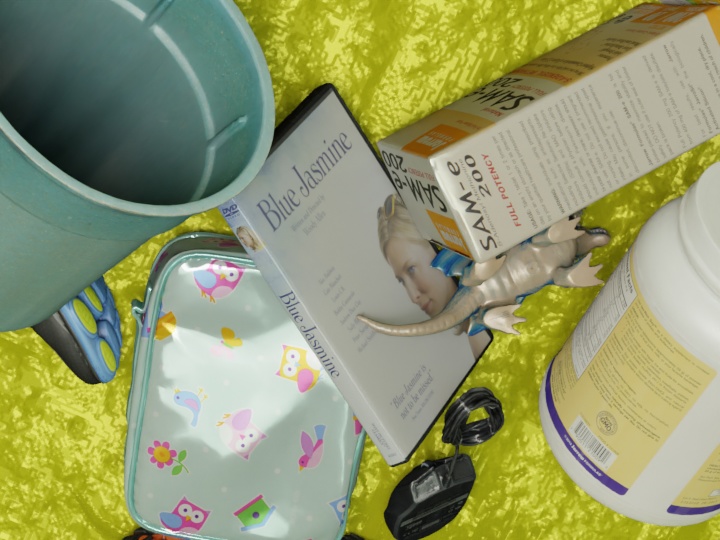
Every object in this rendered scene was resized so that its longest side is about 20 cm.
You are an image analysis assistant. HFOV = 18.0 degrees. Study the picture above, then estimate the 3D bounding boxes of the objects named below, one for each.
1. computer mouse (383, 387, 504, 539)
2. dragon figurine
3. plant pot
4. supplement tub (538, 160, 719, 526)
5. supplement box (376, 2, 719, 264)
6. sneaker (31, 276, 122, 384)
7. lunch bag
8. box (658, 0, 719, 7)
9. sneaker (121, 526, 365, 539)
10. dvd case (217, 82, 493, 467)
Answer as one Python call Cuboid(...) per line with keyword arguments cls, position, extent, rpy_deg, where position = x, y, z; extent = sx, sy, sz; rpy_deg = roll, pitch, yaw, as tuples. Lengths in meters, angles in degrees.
Cuboid(cls="computer mouse", position=(0.049, 0.116, 1.414), extent=(0.059, 0.200, 0.034), rpy_deg=(-20, 66, -22))
Cuboid(cls="dragon figurine", position=(0.084, 0.004, 1.402), extent=(0.200, 0.099, 0.059), rpy_deg=(-30, 97, -15))
Cuboid(cls="plant pot", position=(-0.184, -0.072, 1.303), extent=(0.200, 0.200, 0.196), rpy_deg=(39, 134, -10))
Cuboid(cls="supplement tub", position=(0.210, 0.044, 1.373), extent=(0.145, 0.146, 0.200), rpy_deg=(24, 131, -8))
Cuboid(cls="supplement box", position=(0.123, -0.087, 1.365), extent=(0.200, 0.126, 0.074), rpy_deg=(-28, 103, -10))
Cuboid(cls="sneaker", position=(-0.231, 0.002, 1.424), extent=(0.200, 0.071, 0.083), rpy_deg=(40, 112, -9))
Cuboid(cls="lunch bag", position=(-0.072, 0.073, 1.437), extent=(0.160, 0.077, 0.201), rpy_deg=(9, 102, -3))
Cuboid(cls="box", position=(0.246, -0.191, 1.366), extent=(0.200, 0.112, 0.102), rpy_deg=(30, 89, -8))
Cuboid(cls="sneaker", position=(-0.059, 0.213, 1.478), extent=(0.199, 0.075, 0.079), rpy_deg=(5, 109, 5))
Cuboid(cls="dvd case", position=(0.000, 0.000, 1.374), extent=(0.018, 0.143, 0.200), rpy_deg=(-22, 108, 38))
